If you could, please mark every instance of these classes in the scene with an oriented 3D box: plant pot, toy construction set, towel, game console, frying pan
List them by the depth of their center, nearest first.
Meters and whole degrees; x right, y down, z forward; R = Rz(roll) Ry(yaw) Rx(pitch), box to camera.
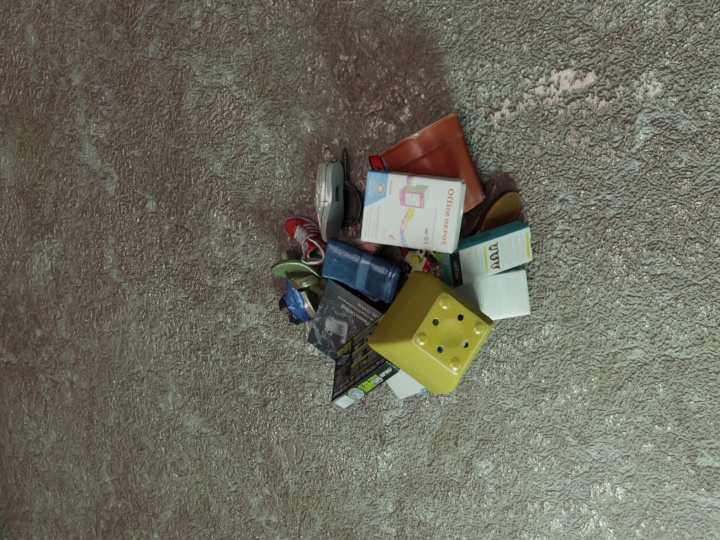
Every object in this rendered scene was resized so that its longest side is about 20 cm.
[{"bbox_3d":[0.156,0.126,1.333,0.194,0.200,0.196,36,82,-5],"label":"plant pot"},{"bbox_3d":[0.171,-0.215,1.466,0.199,0.200,0.198,-24,97,34],"label":"plant pot"},{"bbox_3d":[0.064,-0.151,1.530,0.030,0.178,0.203,-17,65,-2],"label":"game console"},{"bbox_3d":[0.159,-0.013,1.575,0.130,0.092,0.203,34,106,27],"label":"toy construction set"},{"bbox_3d":[0.000,0.000,1.608,0.197,0.049,0.113,24,134,12],"label":"towel"},{"bbox_3d":[-0.053,-0.204,1.695,0.113,0.031,0.194,-12,92,34],"label":"frying pan"}]

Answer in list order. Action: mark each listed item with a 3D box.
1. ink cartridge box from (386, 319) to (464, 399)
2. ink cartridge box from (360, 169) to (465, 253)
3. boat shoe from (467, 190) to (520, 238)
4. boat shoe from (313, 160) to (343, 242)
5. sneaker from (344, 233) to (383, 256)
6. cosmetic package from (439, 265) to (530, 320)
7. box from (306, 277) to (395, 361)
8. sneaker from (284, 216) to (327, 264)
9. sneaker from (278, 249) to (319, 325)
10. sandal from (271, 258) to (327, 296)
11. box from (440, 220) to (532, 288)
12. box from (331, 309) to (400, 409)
[{"bbox_3d":[0.155,0.191,1.554,0.145,0.200,0.087,-27,103,34],"label":"ink cartridge box"},{"bbox_3d":[0.109,-0.124,1.363,0.196,0.085,0.148,8,100,12],"label":"ink cartridge box"},{"bbox_3d":[0.281,-0.094,1.481,0.070,0.070,0.202,28,101,-24],"label":"boat shoe"},{"bbox_3d":[-0.087,-0.174,1.670,0.065,0.071,0.204,11,107,35],"label":"boat shoe"},{"bbox_3d":[0.025,-0.043,1.647,0.199,0.075,0.106,-19,100,51],"label":"sneaker"},{"bbox_3d":[0.270,0.057,1.478,0.196,0.071,0.104,-9,99,2],"label":"cosmetic package"},{"bbox_3d":[-0.009,0.137,1.703,0.195,0.117,0.203,31,118,22],"label":"box"},{"bbox_3d":[-0.144,-0.080,1.735,0.198,0.112,0.072,29,115,23],"label":"sneaker"},{"bbox_3d":[-0.194,0.053,1.821,0.110,0.077,0.203,-25,94,25],"label":"sneaker"},{"bbox_3d":[-0.140,0.030,1.729,0.199,0.058,0.080,27,139,-22],"label":"sandal"},{"bbox_3d":[0.273,-0.036,1.434,0.049,0.197,0.084,-132,27,-62],"label":"box"},{"bbox_3d":[0.014,0.209,1.547,0.044,0.162,0.199,33,125,-23],"label":"box"}]
